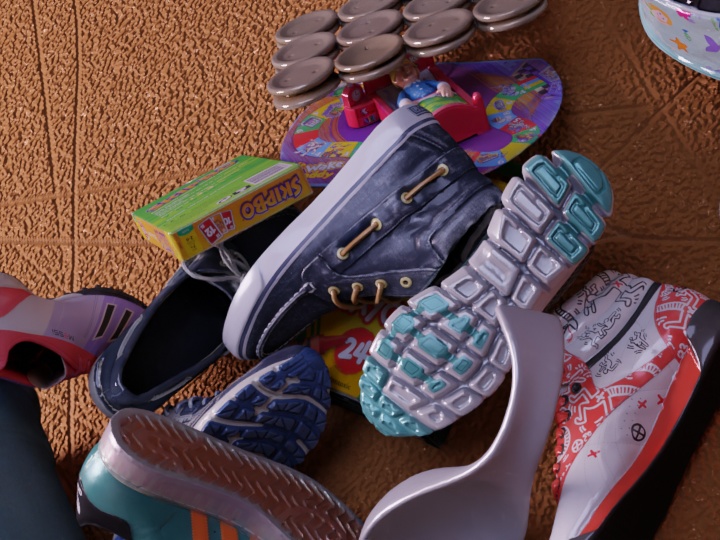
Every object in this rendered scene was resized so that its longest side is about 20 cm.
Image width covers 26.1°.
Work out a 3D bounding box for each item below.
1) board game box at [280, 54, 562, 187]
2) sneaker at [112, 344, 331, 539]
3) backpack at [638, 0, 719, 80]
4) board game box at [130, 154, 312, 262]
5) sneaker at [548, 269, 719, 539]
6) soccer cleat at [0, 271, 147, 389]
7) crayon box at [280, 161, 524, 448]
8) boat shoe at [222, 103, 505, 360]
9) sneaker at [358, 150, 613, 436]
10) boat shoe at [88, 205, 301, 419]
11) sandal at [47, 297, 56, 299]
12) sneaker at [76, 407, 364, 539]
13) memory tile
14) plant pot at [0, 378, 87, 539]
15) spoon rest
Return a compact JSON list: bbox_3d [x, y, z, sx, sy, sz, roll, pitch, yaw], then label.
[{"bbox_3d":[0.034,-0.116,1.048,0.198,0.039,0.159,1,37,28],"label":"board game box"},{"bbox_3d":[-0.099,0.109,1.008,0.200,0.077,0.086,-45,38,19],"label":"sneaker"},{"bbox_3d":[0.256,-0.208,0.952,0.200,0.151,0.177,-46,50,-10],"label":"backpack"},{"bbox_3d":[-0.100,-0.046,1.062,0.095,0.030,0.200,-29,15,-11],"label":"board game box"},{"bbox_3d":[0.135,0.093,0.911,0.107,0.067,0.203,23,74,36],"label":"sneaker"},{"bbox_3d":[-0.200,0.051,1.040,0.068,0.199,0.074,-41,64,18],"label":"soccer cleat"},{"bbox_3d":[0.037,0.000,1.022,0.126,0.051,0.202,17,73,34],"label":"crayon box"},{"bbox_3d":[0.000,0.000,0.964,0.091,0.071,0.201,45,105,19],"label":"boat shoe"},{"bbox_3d":[0.081,0.022,0.931,0.078,0.091,0.200,44,94,13],"label":"sneaker"},{"bbox_3d":[-0.100,0.021,1.038,0.200,0.075,0.062,-40,7,-27],"label":"boat shoe"},{"bbox_3d":[-0.305,0.053,1.182,0.198,0.045,0.076,-13,59,22],"label":"sandal"},{"bbox_3d":[-0.079,0.159,0.946,0.080,0.198,0.072,-55,12,27],"label":"sneaker"},{"bbox_3d":[0.031,-0.172,1.082,0.198,0.017,0.154,-18,26,8],"label":"memory tile"},{"bbox_3d":[-0.255,0.198,0.999,0.200,0.200,0.197,-40,62,4],"label":"plant pot"},{"bbox_3d":[0.063,0.117,0.877,0.061,0.098,0.202,-108,34,-54],"label":"spoon rest"}]
